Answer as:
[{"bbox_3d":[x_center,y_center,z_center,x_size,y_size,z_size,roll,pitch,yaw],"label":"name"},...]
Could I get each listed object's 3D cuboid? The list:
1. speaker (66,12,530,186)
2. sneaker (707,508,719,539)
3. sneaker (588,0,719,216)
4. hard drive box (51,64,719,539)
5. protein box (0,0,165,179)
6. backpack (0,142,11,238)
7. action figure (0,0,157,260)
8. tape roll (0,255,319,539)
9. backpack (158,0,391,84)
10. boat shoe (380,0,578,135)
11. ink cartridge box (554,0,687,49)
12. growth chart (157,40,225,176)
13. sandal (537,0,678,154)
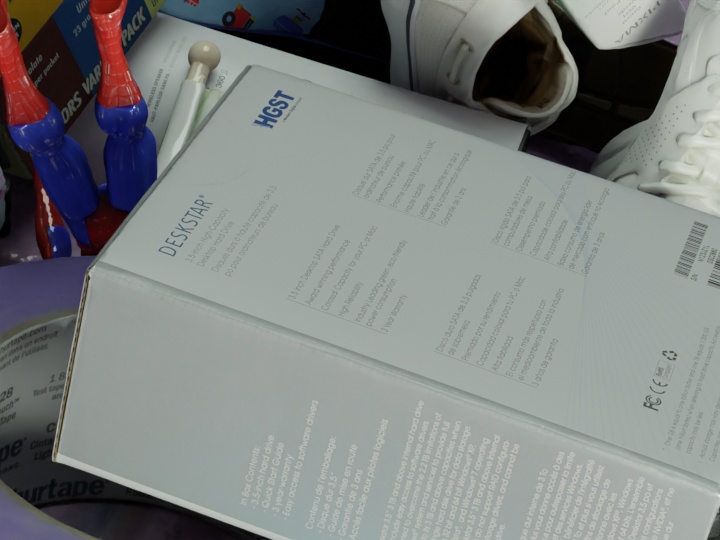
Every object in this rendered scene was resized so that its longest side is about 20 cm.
[{"bbox_3d":[-0.034,-0.052,1.071,0.199,0.081,0.081,17,31,5],"label":"speaker"},{"bbox_3d":[0.124,0.080,0.904,0.199,0.076,0.088,3,34,13],"label":"sneaker"},{"bbox_3d":[0.146,-0.044,1.037,0.078,0.200,0.100,24,45,-2],"label":"sneaker"},{"bbox_3d":[0.025,0.024,0.812,0.199,0.077,0.156,20,33,8],"label":"hard drive box"},{"bbox_3d":[-0.203,-0.169,0.997,0.198,0.200,0.135,17,60,31],"label":"protein box"},{"bbox_3d":[-0.224,-0.047,0.923,0.200,0.167,0.127,30,68,22],"label":"backpack"},{"bbox_3d":[-0.092,-0.044,0.916,0.065,0.200,0.099,-8,46,1],"label":"action figure"},{"bbox_3d":[-0.070,0.084,0.834,0.199,0.085,0.200,10,32,-6],"label":"tape roll"},{"bbox_3d":[-0.067,-0.180,1.172,0.200,0.135,0.183,2,30,-49],"label":"backpack"},{"bbox_3d":[0.059,-0.087,1.096,0.071,0.200,0.070,-43,73,-9],"label":"boat shoe"},{"bbox_3d":[0.075,-0.156,1.106,0.161,0.050,0.200,51,3,23],"label":"ink cartridge box"},{"bbox_3d":[0.000,0.000,0.998,0.199,0.018,0.145,20,68,6],"label":"growth chart"},{"bbox_3d":[0.096,-0.104,1.220,0.200,0.081,0.054,28,17,17],"label":"sandal"}]
